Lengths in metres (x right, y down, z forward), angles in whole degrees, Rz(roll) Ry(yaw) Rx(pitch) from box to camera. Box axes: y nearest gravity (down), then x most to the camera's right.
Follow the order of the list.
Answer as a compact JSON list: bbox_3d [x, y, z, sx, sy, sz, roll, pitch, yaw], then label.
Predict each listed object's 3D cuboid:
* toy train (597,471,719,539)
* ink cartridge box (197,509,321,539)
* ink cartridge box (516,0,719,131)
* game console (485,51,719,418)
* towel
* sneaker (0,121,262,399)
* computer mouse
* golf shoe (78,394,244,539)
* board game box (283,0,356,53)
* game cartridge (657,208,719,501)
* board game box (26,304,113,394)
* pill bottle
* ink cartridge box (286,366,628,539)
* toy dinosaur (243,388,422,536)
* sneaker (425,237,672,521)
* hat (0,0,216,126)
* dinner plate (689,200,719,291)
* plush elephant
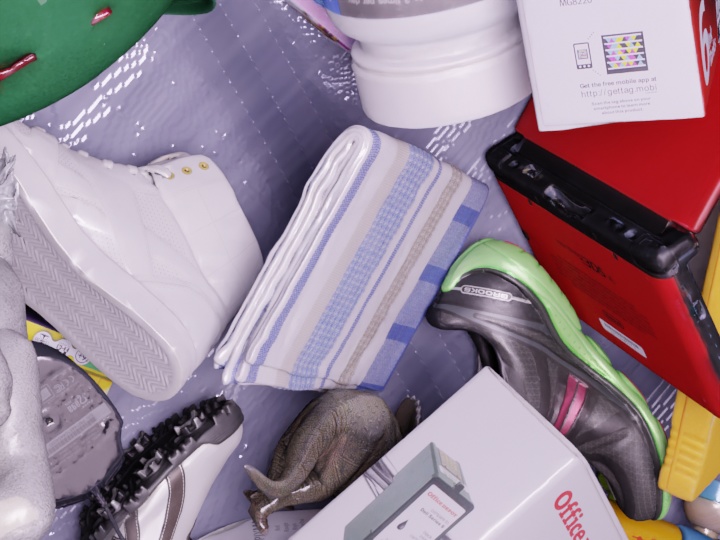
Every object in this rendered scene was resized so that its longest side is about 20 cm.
[{"bbox_3d":[0.147,0.160,1.214,0.199,0.085,0.116,23,82,-21],"label":"toy train"},{"bbox_3d":[-0.076,0.225,1.166,0.199,0.050,0.163,-1,110,-4],"label":"ink cartridge box"},{"bbox_3d":[0.128,-0.190,0.959,0.083,0.200,0.176,-4,118,18],"label":"ink cartridge box"},{"bbox_3d":[0.166,-0.043,1.072,0.118,0.200,0.173,-34,118,-8],"label":"game console"},{"bbox_3d":[0.000,0.000,1.056,0.147,0.024,0.200,-61,158,6],"label":"towel"},{"bbox_3d":[-0.140,-0.038,1.020,0.200,0.074,0.116,46,45,-6],"label":"sneaker"},{"bbox_3d":[-0.133,0.120,1.024,0.058,0.034,0.201,-33,108,-14],"label":"computer mouse"},{"bbox_3d":[-0.118,0.161,1.083,0.094,0.078,0.200,40,87,-14],"label":"golf shoe"},{"bbox_3d":[-0.018,-0.250,1.012,0.200,0.041,0.200,36,92,-29],"label":"board game box"},{"bbox_3d":[0.235,0.012,1.139,0.176,0.032,0.201,-34,141,-49],"label":"game cartridge"},{"bbox_3d":[-0.248,0.075,1.023,0.199,0.057,0.166,22,97,-27],"label":"board game box"},{"bbox_3d":[0.028,-0.180,0.968,0.113,0.114,0.201,-19,115,-16],"label":"pill bottle"},{"bbox_3d":[0.039,0.170,1.069,0.200,0.084,0.146,-40,144,-7],"label":"ink cartridge box"},{"bbox_3d":[-0.014,0.100,1.085,0.102,0.077,0.200,-53,144,5],"label":"toy dinosaur"},{"bbox_3d":[0.110,0.074,1.156,0.084,0.077,0.200,-41,102,-7],"label":"sneaker"},{"bbox_3d":[-0.182,-0.068,0.917,0.199,0.166,0.177,13,87,-11],"label":"hat"},{"bbox_3d":[0.235,-0.045,1.176,0.199,0.024,0.201,-24,132,-29],"label":"dinner plate"},{"bbox_3d":[-0.233,0.038,0.897,0.154,0.164,0.201,0,90,-26],"label":"plush elephant"}]
